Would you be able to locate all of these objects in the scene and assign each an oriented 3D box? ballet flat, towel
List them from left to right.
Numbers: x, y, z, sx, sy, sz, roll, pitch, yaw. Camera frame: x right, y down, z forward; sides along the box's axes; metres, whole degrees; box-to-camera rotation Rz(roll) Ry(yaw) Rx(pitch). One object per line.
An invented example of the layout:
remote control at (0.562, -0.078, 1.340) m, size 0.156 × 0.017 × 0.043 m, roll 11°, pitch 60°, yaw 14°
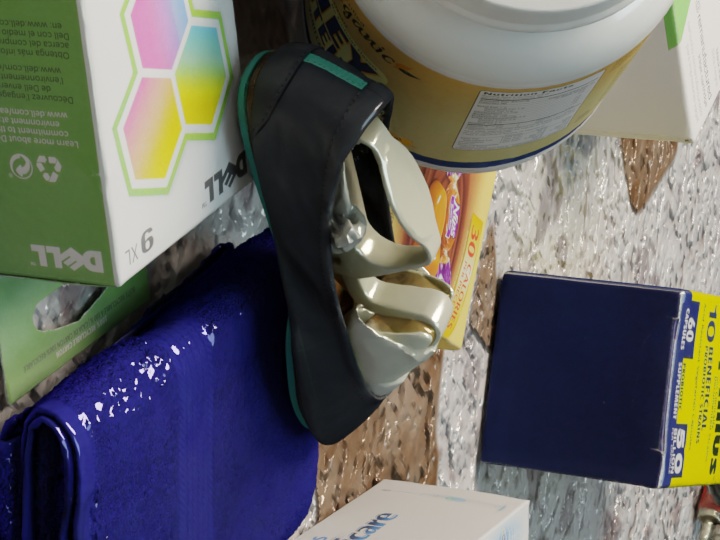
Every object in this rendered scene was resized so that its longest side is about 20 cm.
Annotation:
towel at (-0.078, 0.079, 0.872) m, size 0.200 × 0.049 × 0.149 m, roll -40°, pitch 138°, yaw -56°
ballet flat at (0.000, 0.000, 0.866) m, size 0.201 × 0.073 × 0.073 m, roll 80°, pitch 29°, yaw -42°

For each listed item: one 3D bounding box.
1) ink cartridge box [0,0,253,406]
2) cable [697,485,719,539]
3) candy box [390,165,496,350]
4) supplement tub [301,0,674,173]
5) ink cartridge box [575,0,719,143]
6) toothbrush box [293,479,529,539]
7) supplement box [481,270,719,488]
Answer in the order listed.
ink cartridge box at (-0.090, -0.059, 0.793) m, size 0.104 × 0.059 × 0.202 m, roll -43°, pitch 134°, yaw -56°
cable at (0.280, 0.125, 1.657) m, size 0.097 × 0.050 × 0.201 m, roll 42°, pitch 45°, yaw -40°
candy box at (0.024, -0.075, 1.033) m, size 0.117 × 0.056 × 0.202 m, roll 37°, pitch 63°, yaw -61°
supplement tub at (0.053, -0.130, 0.880) m, size 0.200 × 0.143 × 0.146 m, roll 114°, pitch -11°, yaw -77°
ink cartridge box at (0.177, -0.193, 1.292) m, size 0.200 × 0.083 × 0.146 m, roll -59°, pitch 145°, yaw -41°
toothbrush box at (0.016, 0.217, 1.051) m, size 0.146 × 0.085 × 0.202 m, roll -23°, pitch 115°, yaw -61°
supplement box at (0.161, 0.065, 1.288) m, size 0.200 × 0.109 × 0.110 m, roll 8°, pitch 89°, yaw -65°
